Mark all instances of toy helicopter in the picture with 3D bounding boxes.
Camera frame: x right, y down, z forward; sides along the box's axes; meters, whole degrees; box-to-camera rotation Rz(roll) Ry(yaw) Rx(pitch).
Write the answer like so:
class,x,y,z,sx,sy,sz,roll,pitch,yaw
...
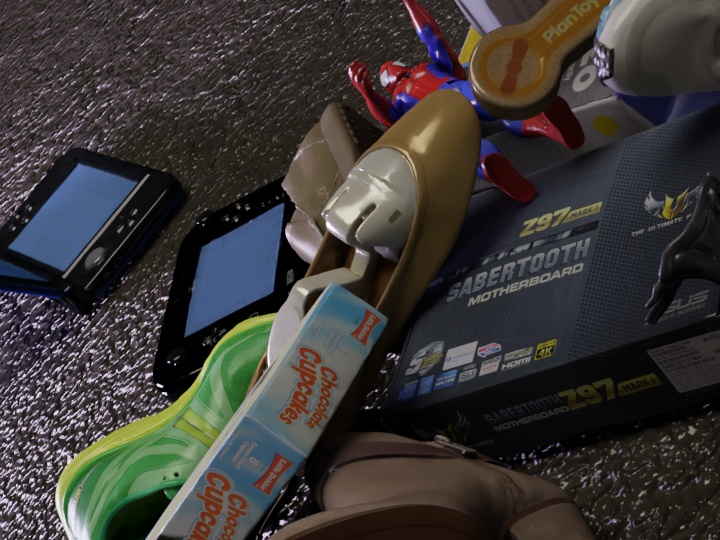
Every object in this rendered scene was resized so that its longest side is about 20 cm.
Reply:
class,x,y,z,sx,sy,sz,roll,pitch,yaw
toy helicopter,0.127,-0.154,1.009,0.200,0.079,0.132,-41,73,-11

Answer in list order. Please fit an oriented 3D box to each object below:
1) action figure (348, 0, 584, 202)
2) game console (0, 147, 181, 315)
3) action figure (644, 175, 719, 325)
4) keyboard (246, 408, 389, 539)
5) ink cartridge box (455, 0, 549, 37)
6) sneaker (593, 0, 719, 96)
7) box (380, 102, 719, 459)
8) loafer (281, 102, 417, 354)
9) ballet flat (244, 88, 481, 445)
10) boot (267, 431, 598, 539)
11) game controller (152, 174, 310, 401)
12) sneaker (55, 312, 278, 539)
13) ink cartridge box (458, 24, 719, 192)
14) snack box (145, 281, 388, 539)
class,x,y,z,sx,sy,sz,roll,pitch,yaw
action figure,0.038,-0.106,1.090,0.065,0.099,0.200,-44,23,-5
game console,-0.252,-0.042,1.439,0.171,0.118,0.200,-52,30,-12
action figure,0.217,0.030,0.770,0.199,0.102,0.119,28,36,21
keyboard,-0.040,0.154,1.020,0.127,0.021,0.200,-1,50,51
ink cartridge box,0.121,-0.230,1.090,0.200,0.146,0.083,-40,36,-1
sneaker,0.206,-0.116,0.936,0.199,0.075,0.087,-16,38,-17
box,0.115,0.006,0.975,0.199,0.051,0.158,-19,35,37
loafer,0.003,-0.015,1.130,0.067,0.076,0.200,-47,31,22
ballet flat,0.000,0.000,1.009,0.069,0.063,0.201,33,105,40
boot,0.015,0.109,0.846,0.146,0.199,0.071,34,105,55
game controller,-0.071,0.005,1.207,0.104,0.042,0.200,-35,24,20
sneaker,-0.077,0.099,1.097,0.200,0.074,0.084,-39,44,12
ink cartridge box,0.143,-0.146,1.146,0.199,0.047,0.198,-17,39,43
snack box,-0.064,0.107,0.961,0.200,0.037,0.116,-54,2,36
